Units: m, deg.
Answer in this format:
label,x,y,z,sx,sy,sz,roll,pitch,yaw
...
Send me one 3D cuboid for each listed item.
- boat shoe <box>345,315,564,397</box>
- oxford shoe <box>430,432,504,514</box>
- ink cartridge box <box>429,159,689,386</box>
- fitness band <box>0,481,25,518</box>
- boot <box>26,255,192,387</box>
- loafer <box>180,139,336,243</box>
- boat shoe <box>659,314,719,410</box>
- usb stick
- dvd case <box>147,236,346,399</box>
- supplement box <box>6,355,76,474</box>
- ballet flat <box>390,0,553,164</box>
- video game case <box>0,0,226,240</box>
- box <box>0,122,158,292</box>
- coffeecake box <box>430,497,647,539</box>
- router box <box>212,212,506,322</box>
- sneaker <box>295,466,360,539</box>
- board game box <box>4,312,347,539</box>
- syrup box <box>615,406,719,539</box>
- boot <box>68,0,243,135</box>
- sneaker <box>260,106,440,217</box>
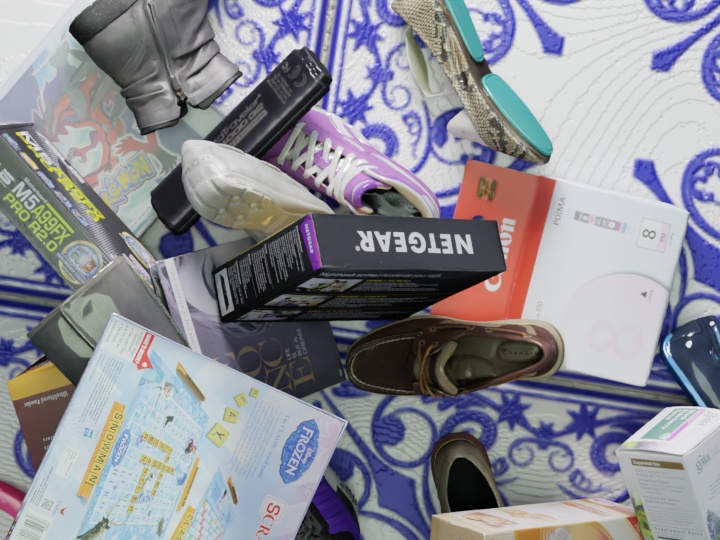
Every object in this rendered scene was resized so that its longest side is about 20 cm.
label,x,y,z,sx,sy,sz,roll,pitch,yaw
boat shoe,0.076,0.078,1.562,0.200,0.072,0.072,-2,95,17
oxford shoe,0.109,0.248,1.591,0.070,0.075,0.200,-22,95,4
ink cartridge box,0.176,0.001,1.579,0.200,0.057,0.163,13,96,-5
fitness band,-0.330,0.281,1.625,0.200,0.037,0.144,44,95,-4
boot,-0.186,0.117,1.387,0.182,0.073,0.200,-46,101,-10
loafer,-0.080,-0.061,1.512,0.070,0.200,0.070,-36,58,16
boat shoe,0.345,0.130,1.571,0.069,0.084,0.200,-35,96,1
usb stick,-0.106,-0.111,1.541,0.200,0.033,0.055,-44,55,14
dvd case,-0.093,0.047,1.521,0.016,0.200,0.149,-16,91,37
supplement box,-0.193,0.153,1.526,0.133,0.200,0.198,-16,95,3
ballet flat,0.091,-0.166,1.563,0.075,0.068,0.200,-32,89,26
video game case,-0.243,-0.115,1.590,0.182,0.023,0.200,42,95,-3
box,-0.244,-0.037,1.507,0.044,0.160,0.200,-41,93,6
coffeecake box,0.154,0.286,1.543,0.200,0.073,0.154,0,97,-37
router box,0.000,0.000,1.485,0.200,0.149,0.051,1,72,-39
sneaker,-0.056,0.208,1.529,0.069,0.100,0.200,-24,135,20
board game box,-0.141,0.163,1.342,0.199,0.041,0.200,26,82,-8
syrup box,0.302,0.225,1.551,0.079,0.081,0.200,-32,109,-36
boot,-0.142,-0.218,1.552,0.200,0.070,0.132,-38,94,3
sneaker,-0.018,-0.091,1.542,0.200,0.114,0.073,27,97,1
